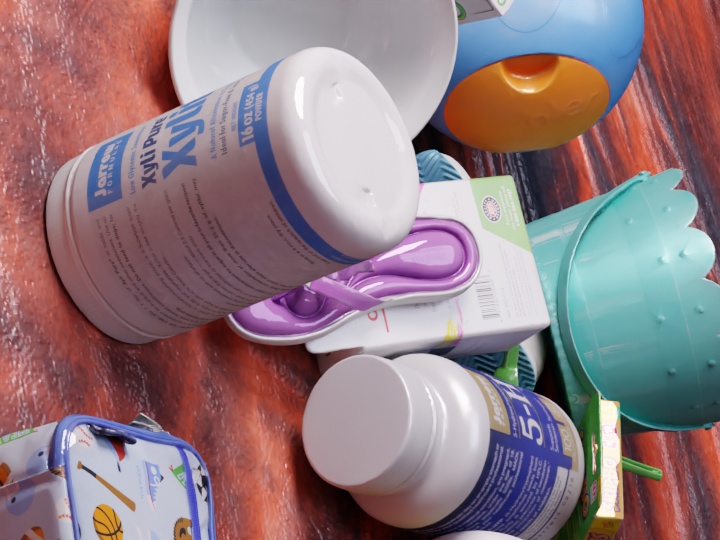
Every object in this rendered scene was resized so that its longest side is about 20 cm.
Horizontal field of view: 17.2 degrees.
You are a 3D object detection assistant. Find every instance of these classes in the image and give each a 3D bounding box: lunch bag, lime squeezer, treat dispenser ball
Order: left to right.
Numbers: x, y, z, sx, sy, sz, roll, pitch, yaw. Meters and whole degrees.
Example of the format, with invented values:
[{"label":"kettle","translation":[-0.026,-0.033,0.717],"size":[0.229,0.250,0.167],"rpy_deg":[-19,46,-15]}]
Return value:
[{"label":"lunch bag","translation":[-0.135,0.178,1.347],"size":[0.160,0.075,0.200],"rpy_deg":[23,54,-53]},{"label":"treat dispenser ball","translation":[0.119,-0.190,1.847],"size":[0.201,0.201,0.201],"rpy_deg":[35,44,-43]},{"label":"lime squeezer","translation":[0.141,0.093,1.763],"size":[0.200,0.071,0.038],"rpy_deg":[54,-2,-15]}]

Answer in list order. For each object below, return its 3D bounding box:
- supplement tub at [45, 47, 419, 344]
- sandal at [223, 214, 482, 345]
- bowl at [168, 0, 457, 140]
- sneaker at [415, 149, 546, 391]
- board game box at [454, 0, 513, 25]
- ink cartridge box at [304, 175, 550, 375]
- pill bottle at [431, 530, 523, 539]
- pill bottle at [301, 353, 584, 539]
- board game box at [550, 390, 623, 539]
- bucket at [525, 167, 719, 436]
[{"label":"supplement tub","translation":[-0.077,-0.044,1.448],"size":[0.132,0.200,0.132],"rpy_deg":[36,43,-43]},{"label":"sandal","translation":[-0.003,-0.007,1.584],"size":[0.202,0.050,0.083],"rpy_deg":[-15,79,-31]},{"label":"bowl","translation":[-0.041,-0.167,1.634],"size":[0.201,0.201,0.090],"rpy_deg":[52,1,-26]},{"label":"sneaker","translation":[0.081,0.002,1.804],"size":[0.200,0.076,0.081],"rpy_deg":[69,20,-11]},{"label":"board game box","translation":[0.004,-0.222,1.688],"size":[0.126,0.200,0.035],"rpy_deg":[51,56,-27]},{"label":"ink cartridge box","translation":[0.023,0.005,1.665],"size":[0.200,0.067,0.117],"rpy_deg":[-6,75,-31]},{"label":"pill bottle","translation":[0.073,0.281,1.572],"size":[0.111,0.111,0.200],"rpy_deg":[47,37,-33]},{"label":"pill bottle","translation":[0.055,0.122,1.633],"size":[0.200,0.120,0.120],"rpy_deg":[22,54,-51]},{"label":"board game box","translation":[0.160,0.175,1.732],"size":[0.200,0.030,0.096],"rpy_deg":[100,-7,-56]},{"label":"bucket","translation":[0.207,0.034,1.847],"size":[0.207,0.135,0.208],"rpy_deg":[-16,90,-89]}]
